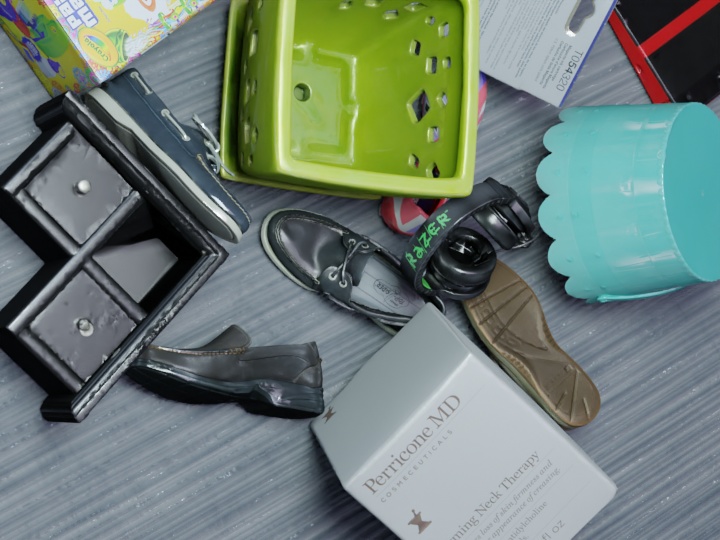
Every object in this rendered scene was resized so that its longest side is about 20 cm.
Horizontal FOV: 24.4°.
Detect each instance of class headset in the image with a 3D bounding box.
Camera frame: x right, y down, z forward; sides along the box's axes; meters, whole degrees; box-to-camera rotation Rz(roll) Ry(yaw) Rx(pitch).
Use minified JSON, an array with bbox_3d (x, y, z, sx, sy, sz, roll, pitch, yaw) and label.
[{"bbox_3d":[0.105,-0.039,1.575,0.094,0.124,0.200,49,25,25],"label":"headset"}]

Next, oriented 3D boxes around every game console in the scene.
[{"bbox_3d":[0.361,-0.275,1.804,0.200,0.031,0.177,-37,99,-26],"label":"game console"}]

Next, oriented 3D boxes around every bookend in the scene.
[{"bbox_3d":[-0.255,-0.011,1.416,0.200,0.092,0.199,48,67,-16],"label":"bookend"}]

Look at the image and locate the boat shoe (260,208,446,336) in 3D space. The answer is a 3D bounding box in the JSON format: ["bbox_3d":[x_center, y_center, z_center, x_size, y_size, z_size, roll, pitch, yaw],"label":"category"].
[{"bbox_3d":[-0.001,0.002,1.566,0.199,0.066,0.075,38,71,-21],"label":"boat shoe"}]

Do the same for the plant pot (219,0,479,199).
[{"bbox_3d":[-0.022,-0.163,1.501,0.199,0.181,0.200,6,84,-27],"label":"plant pot"}]

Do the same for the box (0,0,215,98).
[{"bbox_3d":[-0.229,-0.285,1.432,0.193,0.122,0.200,-40,106,-24],"label":"box"}]

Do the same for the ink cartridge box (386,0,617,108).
[{"bbox_3d":[0.147,-0.286,1.594,0.200,0.043,0.196,26,104,-3],"label":"ink cartridge box"}]

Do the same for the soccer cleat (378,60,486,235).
[{"bbox_3d":[0.083,-0.123,1.614,0.067,0.076,0.200,33,72,-22],"label":"soccer cleat"}]

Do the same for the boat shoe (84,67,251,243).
[{"bbox_3d":[-0.157,-0.102,1.447,0.062,0.075,0.200,-39,62,-20],"label":"boat shoe"}]

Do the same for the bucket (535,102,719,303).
[{"bbox_3d":[0.280,-0.071,1.646,0.207,0.135,0.207,8,80,-53],"label":"bucket"}]

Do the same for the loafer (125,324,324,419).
[{"bbox_3d":[-0.121,0.085,1.500,0.200,0.073,0.072,15,71,-36],"label":"loafer"}]

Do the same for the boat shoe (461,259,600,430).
[{"bbox_3d":[0.158,0.075,1.650,0.072,0.065,0.200,-36,85,-20],"label":"boat shoe"}]

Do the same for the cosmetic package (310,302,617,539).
[{"bbox_3d":[0.090,0.170,1.522,0.200,0.166,0.167,42,93,-19],"label":"cosmetic package"}]
